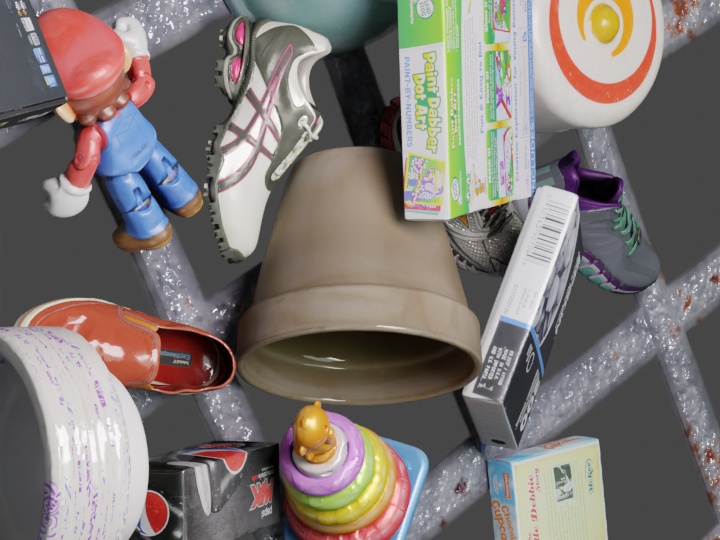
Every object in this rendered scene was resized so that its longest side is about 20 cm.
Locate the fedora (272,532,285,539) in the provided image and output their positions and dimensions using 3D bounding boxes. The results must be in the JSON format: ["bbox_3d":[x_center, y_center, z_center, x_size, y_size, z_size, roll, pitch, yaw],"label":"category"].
[{"bbox_3d":[-0.011,0.315,1.757,0.176,0.090,0.201,4,87,-40],"label":"fedora"}]

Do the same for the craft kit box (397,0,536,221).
[{"bbox_3d":[0.089,-0.149,1.705,0.197,0.048,0.201,-17,106,-67],"label":"craft kit box"}]

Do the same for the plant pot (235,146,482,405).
[{"bbox_3d":[0.000,0.000,1.717,0.199,0.200,0.174,18,64,-38],"label":"plant pot"}]

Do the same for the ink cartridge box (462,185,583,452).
[{"bbox_3d":[0.147,0.052,1.844,0.200,0.043,0.199,69,40,-70],"label":"ink cartridge box"}]

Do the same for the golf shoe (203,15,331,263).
[{"bbox_3d":[-0.077,-0.104,1.688,0.077,0.088,0.201,23,73,-82],"label":"golf shoe"}]

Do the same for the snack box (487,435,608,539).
[{"bbox_3d":[0.179,0.263,1.947,0.116,0.037,0.201,-10,97,-39],"label":"snack box"}]

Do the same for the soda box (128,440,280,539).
[{"bbox_3d":[-0.125,0.174,1.620,0.200,0.063,0.071,-6,96,-72],"label":"soda box"}]

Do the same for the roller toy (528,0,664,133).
[{"bbox_3d":[0.177,-0.218,1.875,0.182,0.139,0.201,25,74,-37],"label":"roller toy"}]

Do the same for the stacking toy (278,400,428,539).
[{"bbox_3d":[-0.025,0.156,1.678,0.200,0.109,0.117,63,43,-62],"label":"stacking toy"}]

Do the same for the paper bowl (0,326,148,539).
[{"bbox_3d":[-0.228,0.140,1.506,0.104,0.200,0.202,-2,92,-39],"label":"paper bowl"}]

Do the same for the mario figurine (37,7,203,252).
[{"bbox_3d":[-0.203,-0.116,1.623,0.124,0.106,0.201,-84,153,-53],"label":"mario figurine"}]

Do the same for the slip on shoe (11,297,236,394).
[{"bbox_3d":[-0.182,0.063,1.634,0.199,0.061,0.074,11,86,-38],"label":"slip on shoe"}]

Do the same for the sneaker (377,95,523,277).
[{"bbox_3d":[0.095,-0.069,1.846,0.200,0.082,0.078,51,61,-28],"label":"sneaker"}]

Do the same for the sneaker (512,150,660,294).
[{"bbox_3d":[0.229,-0.042,1.944,0.200,0.087,0.075,29,50,-36],"label":"sneaker"}]

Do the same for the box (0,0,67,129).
[{"bbox_3d":[-0.309,-0.191,1.486,0.160,0.043,0.201,-21,89,-52],"label":"box"}]

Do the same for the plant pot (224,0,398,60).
[{"bbox_3d":[-0.007,-0.277,1.727,0.200,0.134,0.201,0,91,-39],"label":"plant pot"}]
